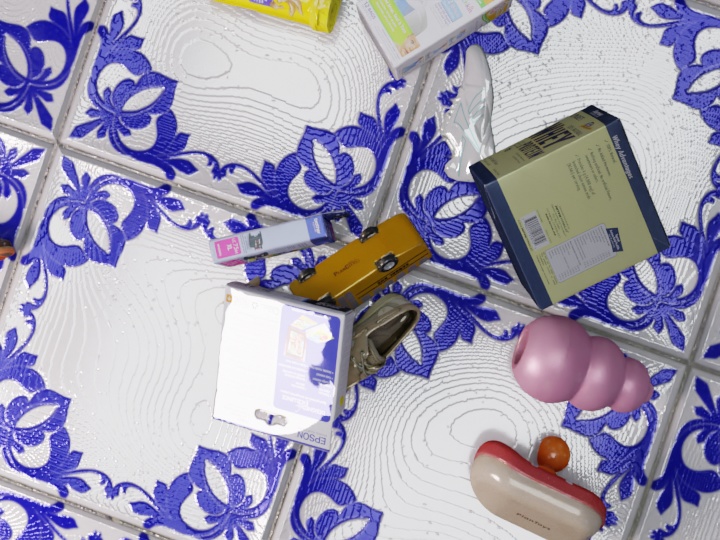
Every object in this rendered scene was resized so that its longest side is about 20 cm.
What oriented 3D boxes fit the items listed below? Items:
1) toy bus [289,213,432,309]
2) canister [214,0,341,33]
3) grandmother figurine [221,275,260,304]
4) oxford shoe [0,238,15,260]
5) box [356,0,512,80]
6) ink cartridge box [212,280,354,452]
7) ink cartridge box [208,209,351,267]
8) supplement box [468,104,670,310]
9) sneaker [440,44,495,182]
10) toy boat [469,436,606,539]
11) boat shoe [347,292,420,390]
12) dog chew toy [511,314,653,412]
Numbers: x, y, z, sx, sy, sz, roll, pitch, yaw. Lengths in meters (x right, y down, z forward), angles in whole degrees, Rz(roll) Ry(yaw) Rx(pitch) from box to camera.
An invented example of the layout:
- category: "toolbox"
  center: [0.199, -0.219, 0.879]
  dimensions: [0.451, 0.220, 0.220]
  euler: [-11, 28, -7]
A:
- category: "toy bus"
  center: [0.000, 0.000, 1.666]
  dimensions: [0.199, 0.078, 0.065]
  euler: [-34, 62, 1]
- category: "canister"
  center: [-0.122, -0.443, 1.685]
  dimensions: [0.199, 0.087, 0.150]
  euler: [15, 90, 5]
- category: "grandmother figurine"
  center: [-0.114, 0.105, 1.693]
  dimensions: [0.121, 0.061, 0.201]
  euler: [-36, 90, 30]
- category: "oxford shoe"
  center: [-0.612, -0.043, 1.721]
  dimensions: [0.198, 0.071, 0.074]
  euler: [-2, 84, 4]
- category: "box"
  center: [0.107, -0.378, 1.660]
  dimensions: [0.199, 0.101, 0.113]
  euler: [-31, 88, 3]
- category: "ink cartridge box"
  center: [-0.110, 0.133, 1.634]
  dimensions: [0.196, 0.047, 0.202]
  euler: [13, 106, 23]
- category: "ink cartridge box"
  center: [-0.109, -0.046, 1.660]
  dimensions: [0.199, 0.119, 0.042]
  euler: [-16, 87, 3]
- category: "supplement box"
  center: [0.286, -0.090, 1.602]
  dimensions: [0.199, 0.134, 0.201]
  euler: [-26, 106, 3]
- category: "sneaker"
  center: [0.155, -0.226, 1.671]
  dimensions: [0.080, 0.070, 0.202]
  euler: [-1, 90, 7]
- category: "toy boat"
  center: [0.258, 0.294, 1.645]
  dimensions: [0.199, 0.131, 0.131]
  euler: [25, 61, 3]
- category: "boat shoe"
  center: [0.005, 0.116, 1.657]
  dimensions: [0.200, 0.065, 0.072]
  euler: [-44, 119, -9]
- category: "dog chew toy"
  center: [0.317, 0.141, 1.633]
  dimensions: [0.199, 0.125, 0.125]
  euler: [19, 90, -4]
